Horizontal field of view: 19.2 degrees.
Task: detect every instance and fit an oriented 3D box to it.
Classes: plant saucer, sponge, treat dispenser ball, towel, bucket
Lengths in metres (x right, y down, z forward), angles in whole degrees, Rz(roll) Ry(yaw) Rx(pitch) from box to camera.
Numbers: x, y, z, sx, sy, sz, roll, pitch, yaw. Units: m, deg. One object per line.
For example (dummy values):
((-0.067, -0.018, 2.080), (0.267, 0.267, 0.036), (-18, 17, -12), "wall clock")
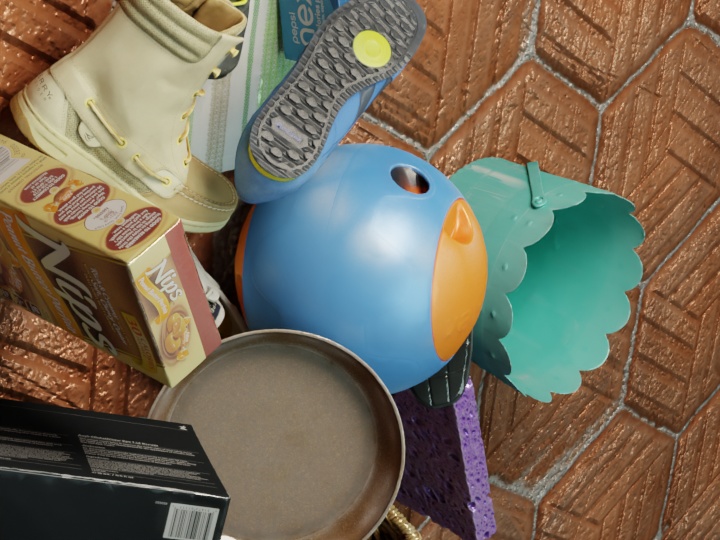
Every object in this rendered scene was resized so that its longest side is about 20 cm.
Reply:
((-0.066, 0.136, 1.608), (0.199, 0.032, 0.201), (-1, 106, -4), "plant saucer")
((0.065, 0.154, 1.923), (0.030, 0.111, 0.200), (-38, 136, -28), "sponge")
((0.000, 0.000, 1.678), (0.201, 0.201, 0.201), (-28, 131, -39), "treat dispenser ball")
((-0.091, -0.149, 1.630), (0.200, 0.031, 0.150), (-13, 118, -44), "towel")
((0.146, 0.001, 1.913), (0.207, 0.135, 0.208), (-29, 132, -38), "bucket")

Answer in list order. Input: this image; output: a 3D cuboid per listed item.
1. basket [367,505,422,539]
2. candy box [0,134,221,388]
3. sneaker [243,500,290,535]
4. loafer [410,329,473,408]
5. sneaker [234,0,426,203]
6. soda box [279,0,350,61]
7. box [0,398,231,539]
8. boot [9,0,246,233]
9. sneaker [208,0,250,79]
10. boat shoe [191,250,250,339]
((-0.025, 0.294, 1.870), (0.200, 0.143, 0.149), (-37, 137, -32), "basket")
((-0.192, -0.010, 1.437), (0.055, 0.200, 0.116), (-42, 138, -27), "candy box")
((-0.068, 0.150, 1.735), (0.200, 0.075, 0.079), (-83, 155, -43), "sneaker")
((0.058, 0.022, 1.805), (0.072, 0.073, 0.201), (61, 22, -74), "loafer")
((-0.028, -0.127, 1.550), (0.200, 0.066, 0.078), (-52, -178, -26), "sneaker")
((-0.022, -0.257, 1.585), (0.064, 0.068, 0.201), (-26, 120, -40), "soda box")
((-0.207, 0.153, 1.494), (0.199, 0.141, 0.079), (9, 107, -18), "box")
((-0.126, -0.119, 1.499), (0.155, 0.073, 0.200), (-44, 131, 18), "boot")
((-0.102, -0.230, 1.498), (0.074, 0.084, 0.201), (-21, 117, -41), "sneaker")
((-0.135, 0.023, 1.635), (0.071, 0.070, 0.200), (-52, 142, -16), "boat shoe")
